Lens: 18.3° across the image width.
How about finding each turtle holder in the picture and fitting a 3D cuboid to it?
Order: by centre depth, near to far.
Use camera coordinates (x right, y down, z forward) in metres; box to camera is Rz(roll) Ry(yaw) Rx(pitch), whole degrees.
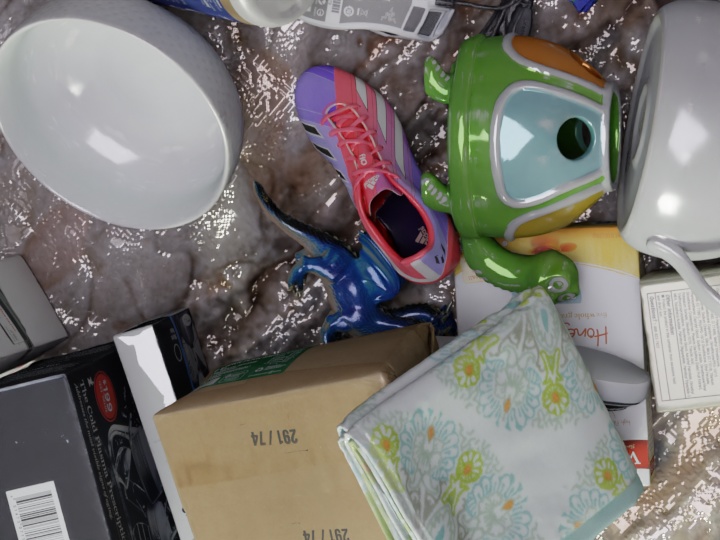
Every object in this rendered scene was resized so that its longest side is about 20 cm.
[{"bbox_3d":[0.118,-0.078,1.609,0.131,0.141,0.186,1,73,13],"label":"turtle holder"}]

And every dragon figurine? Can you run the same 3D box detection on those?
[{"bbox_3d":[0.000,0.000,1.709,0.099,0.059,0.200,-28,95,13],"label":"dragon figurine"}]

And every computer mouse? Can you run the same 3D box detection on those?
[{"bbox_3d":[0.035,-0.212,1.685,0.199,0.044,0.110,12,104,5],"label":"computer mouse"}]

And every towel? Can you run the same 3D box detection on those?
[{"bbox_3d":[0.092,0.132,1.546,0.200,0.048,0.172,-33,106,-28],"label":"towel"}]

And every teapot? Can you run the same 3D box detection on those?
[{"bbox_3d":[0.267,-0.090,1.577,0.146,0.197,0.201,10,111,0],"label":"teapot"}]

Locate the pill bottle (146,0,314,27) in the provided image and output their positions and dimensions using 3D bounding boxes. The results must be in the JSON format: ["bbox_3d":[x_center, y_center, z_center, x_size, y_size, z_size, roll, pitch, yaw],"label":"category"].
[{"bbox_3d":[-0.129,-0.249,1.657,0.200,0.111,0.111,16,102,36],"label":"pill bottle"}]

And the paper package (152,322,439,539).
[{"bbox_3d":[-0.021,0.153,1.628,0.199,0.103,0.191,-13,101,28],"label":"paper package"}]

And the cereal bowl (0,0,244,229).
[{"bbox_3d":[-0.175,-0.132,1.701,0.199,0.083,0.200,15,133,16],"label":"cereal bowl"}]

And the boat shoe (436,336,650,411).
[{"bbox_3d":[0.112,0.092,1.648,0.199,0.072,0.068,4,106,8],"label":"boat shoe"}]

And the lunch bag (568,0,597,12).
[{"bbox_3d":[0.171,-0.311,1.602,0.200,0.127,0.170,-44,84,22],"label":"lunch bag"}]

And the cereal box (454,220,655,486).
[{"bbox_3d":[0.147,0.065,1.694,0.143,0.040,0.201,-3,96,13],"label":"cereal box"}]

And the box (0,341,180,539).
[{"bbox_3d":[-0.214,0.168,1.717,0.104,0.182,0.201,-14,94,14],"label":"box"}]

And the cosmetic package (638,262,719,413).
[{"bbox_3d":[0.311,0.039,1.629,0.199,0.087,0.104,-6,95,15],"label":"cosmetic package"}]

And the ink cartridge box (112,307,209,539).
[{"bbox_3d":[-0.132,0.133,1.737,0.039,0.099,0.201,-16,94,13],"label":"ink cartridge box"}]

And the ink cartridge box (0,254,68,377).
[{"bbox_3d":[-0.335,0.064,1.723,0.144,0.200,0.084,-31,87,14],"label":"ink cartridge box"}]

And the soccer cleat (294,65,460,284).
[{"bbox_3d":[0.009,-0.077,1.672,0.067,0.076,0.200,-34,73,10],"label":"soccer cleat"}]
